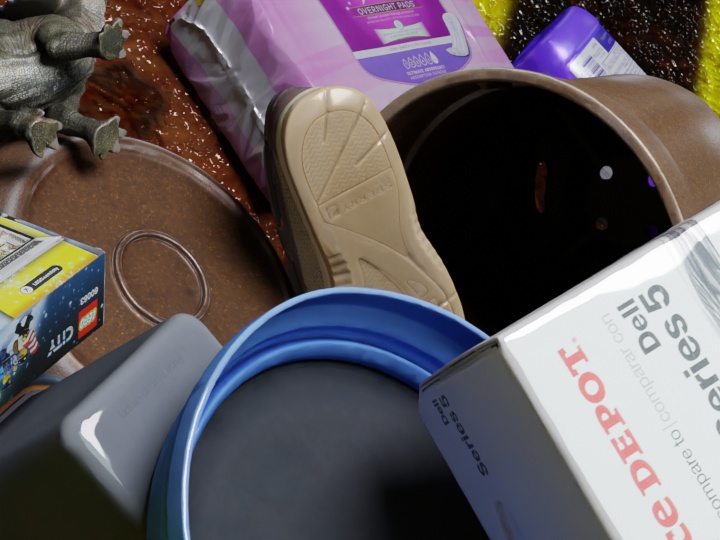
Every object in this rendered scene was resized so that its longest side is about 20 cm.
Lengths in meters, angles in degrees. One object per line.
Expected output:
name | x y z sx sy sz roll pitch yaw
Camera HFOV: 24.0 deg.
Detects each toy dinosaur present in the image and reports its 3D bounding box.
toy dinosaur | -0.173 -0.090 0.787 0.199 0.102 0.078 -31 127 -39

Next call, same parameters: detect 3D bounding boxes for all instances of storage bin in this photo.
storage bin | -0.065 0.114 0.656 0.200 0.134 0.146 50 45 -6

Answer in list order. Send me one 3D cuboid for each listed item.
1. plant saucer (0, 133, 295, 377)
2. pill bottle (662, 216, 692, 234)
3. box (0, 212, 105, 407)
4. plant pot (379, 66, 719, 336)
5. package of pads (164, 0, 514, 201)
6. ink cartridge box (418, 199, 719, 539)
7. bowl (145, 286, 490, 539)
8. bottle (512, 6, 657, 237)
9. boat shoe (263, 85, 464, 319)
plant saucer | -0.101 0.011 0.802 0.199 0.034 0.202 26 43 -27
pill bottle | 0.207 0.059 0.779 0.199 0.112 0.113 31 40 -42
box | -0.206 0.029 0.626 0.136 0.038 0.200 19 34 21
plant pot | 0.114 -0.021 0.924 0.201 0.200 0.198 55 30 7
package of pads | -0.005 -0.115 0.961 0.199 0.076 0.121 -19 75 -50
ink cartridge box | 0.143 0.051 0.610 0.199 0.084 0.146 -29 85 -24
bowl | 0.012 0.105 0.602 0.199 0.039 0.202 20 55 -31
bottle | 0.184 -0.081 1.123 0.200 0.065 0.084 46 39 -5
boat shoe | 0.000 0.000 0.842 0.071 0.065 0.202 -25 113 -13
